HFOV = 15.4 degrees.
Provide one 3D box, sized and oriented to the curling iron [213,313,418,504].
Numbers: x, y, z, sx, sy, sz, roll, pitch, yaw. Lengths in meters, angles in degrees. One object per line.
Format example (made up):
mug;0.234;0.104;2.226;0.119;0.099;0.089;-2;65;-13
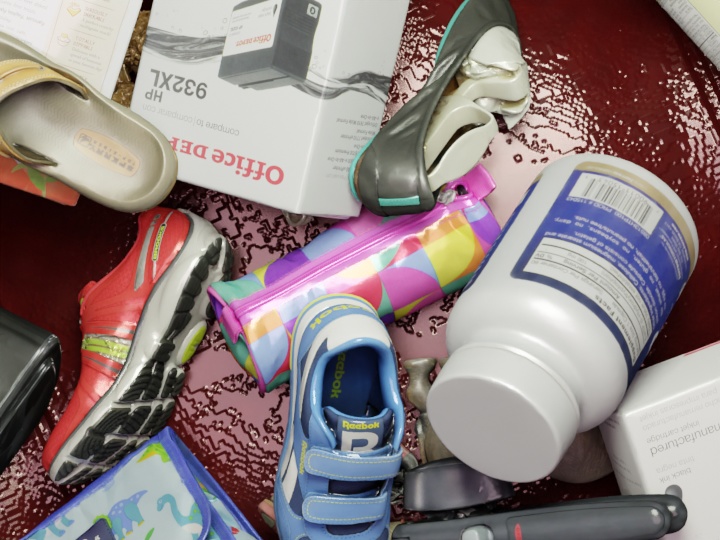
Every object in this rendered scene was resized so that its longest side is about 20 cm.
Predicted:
curling iron;-0.038;0.083;1.767;0.050;0.026;0.200;-44;86;-1

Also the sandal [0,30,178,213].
sandal;-0.208;-0.096;1.657;0.200;0.054;0.080;26;96;-1

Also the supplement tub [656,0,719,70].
supplement tub;0.277;-0.184;1.700;0.145;0.145;0.200;-42;86;1

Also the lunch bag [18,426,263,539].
lunch bag;-0.133;0.228;1.726;0.170;0.127;0.200;-38;74;3

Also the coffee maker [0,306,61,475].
coffee maker;-0.296;0.038;1.729;0.200;0.135;0.192;29;90;4

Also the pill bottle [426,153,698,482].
pill bottle;0.122;0.032;1.655;0.120;0.120;0.200;32;52;4

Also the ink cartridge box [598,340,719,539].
ink cartridge box;0.249;0.151;1.693;0.145;0.085;0.200;-20;102;-7

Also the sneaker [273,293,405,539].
sneaker;-0.011;0.118;1.663;0.074;0.082;0.200;-4;98;-16

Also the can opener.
can opener;0.106;0.158;1.654;0.200;0.063;0.079;-3;101;35

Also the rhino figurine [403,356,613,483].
rhino figurine;0.130;0.096;1.741;0.200;0.060;0.088;-2;87;-3

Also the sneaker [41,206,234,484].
sneaker;-0.159;0.049;1.764;0.085;0.077;0.200;31;92;27

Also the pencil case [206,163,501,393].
pencil case;0.000;0.000;1.730;0.200;0.088;0.088;-31;87;-5

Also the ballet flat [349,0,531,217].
ballet flat;0.069;-0.105;1.712;0.068;0.068;0.200;10;53;34

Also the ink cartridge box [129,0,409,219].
ink cartridge box;-0.057;-0.146;1.695;0.145;0.084;0.200;17;98;28

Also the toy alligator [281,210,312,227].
toy alligator;-0.034;-0.128;1.761;0.059;0.054;0.200;-3;88;30

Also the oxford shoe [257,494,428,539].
oxford shoe;0.029;0.187;1.745;0.200;0.070;0.075;30;80;-4

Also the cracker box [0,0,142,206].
cracker box;-0.215;-0.157;1.707;0.134;0.058;0.200;18;98;-7

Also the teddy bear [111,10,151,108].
teddy bear;-0.205;-0.139;1.773;0.200;0.067;0.145;-6;97;-3
